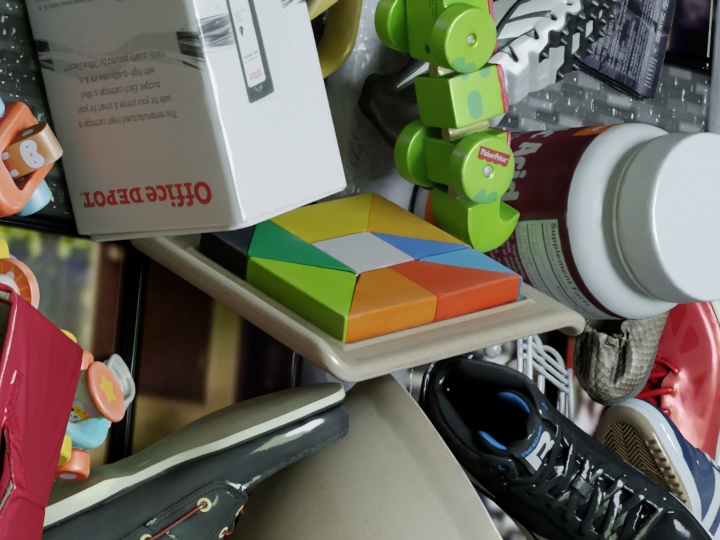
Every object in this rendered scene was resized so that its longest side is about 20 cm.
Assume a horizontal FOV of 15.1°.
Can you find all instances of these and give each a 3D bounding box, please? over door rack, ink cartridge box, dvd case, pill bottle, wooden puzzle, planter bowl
[{"bbox_3d":[0.100,0.133,1.616,0.148,0.066,0.202,35,42,-71],"label":"over door rack"},{"bbox_3d":[-0.101,-0.125,1.452,0.084,0.145,0.202,-20,102,-41],"label":"ink cartridge box"},{"bbox_3d":[0.133,-0.212,1.736,0.199,0.016,0.150,23,75,-38],"label":"dvd case"},{"bbox_3d":[0.134,-0.029,1.613,0.114,0.199,0.115,1,88,-40],"label":"pill bottle"},{"bbox_3d":[0.000,0.000,1.513,0.199,0.185,0.038,-7,117,-41],"label":"wooden puzzle"},{"bbox_3d":[0.002,0.175,1.520,0.134,0.200,0.201,-30,110,-9],"label":"planter bowl"}]

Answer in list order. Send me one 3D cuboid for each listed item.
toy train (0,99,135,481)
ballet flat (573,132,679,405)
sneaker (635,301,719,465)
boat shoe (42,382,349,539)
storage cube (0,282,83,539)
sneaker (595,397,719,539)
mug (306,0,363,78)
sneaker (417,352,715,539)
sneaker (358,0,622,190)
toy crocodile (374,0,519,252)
[{"bbox_3d":[-0.161,0.009,1.429,0.201,0.055,0.150,65,30,-22],"label":"toy train"},{"bbox_3d":[0.176,-0.009,1.722,0.046,0.067,0.201,55,49,-48],"label":"ballet flat"},{"bbox_3d":[0.182,0.098,1.731,0.115,0.078,0.202,-9,94,-41],"label":"sneaker"},{"bbox_3d":[-0.094,0.119,1.461,0.200,0.074,0.063,-25,98,-6],"label":"boat shoe"},{"bbox_3d":[-0.241,0.089,1.268,0.180,0.198,0.172,65,34,-79],"label":"storage cube"},{"bbox_3d":[0.221,0.141,1.691,0.108,0.070,0.201,-41,116,-31],"label":"sneaker"},{"bbox_3d":[-0.036,-0.211,1.539,0.150,0.187,0.153,49,44,10],"label":"mug"},{"bbox_3d":[0.110,0.118,1.484,0.199,0.112,0.073,34,82,11],"label":"sneaker"},{"bbox_3d":[0.075,-0.139,1.636,0.200,0.090,0.067,-43,158,-23],"label":"sneaker"},{"bbox_3d":[0.055,-0.104,1.531,0.061,0.067,0.202,-21,113,-32],"label":"toy crocodile"}]
